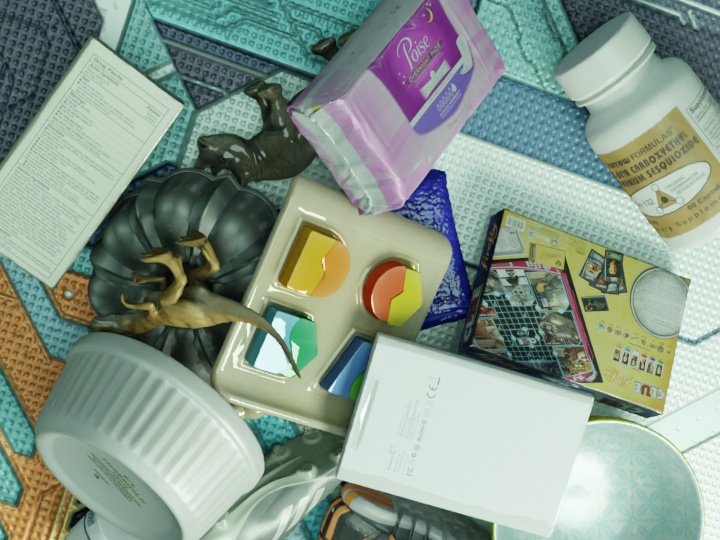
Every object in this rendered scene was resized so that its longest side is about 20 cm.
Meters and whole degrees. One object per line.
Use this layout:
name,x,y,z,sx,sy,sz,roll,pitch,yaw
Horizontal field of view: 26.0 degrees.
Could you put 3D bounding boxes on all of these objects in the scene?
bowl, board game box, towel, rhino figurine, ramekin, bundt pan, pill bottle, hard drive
bowl,0.211,0.223,1.461,0.198,0.108,0.202,-1,99,-7
board game box,0.199,0.041,1.439,0.198,0.035,0.137,20,73,-13
towel,0.000,0.000,1.431,0.198,0.050,0.149,-16,101,-5
rhino figurine,-0.066,-0.130,1.397,0.199,0.060,0.088,-32,110,2
ramekin,-0.190,0.154,1.344,0.202,0.202,0.094,42,60,-11
bundt pan,-0.153,0.016,1.374,0.200,0.076,0.204,2,105,9
pill bottle,0.269,-0.128,1.412,0.114,0.114,0.200,-40,101,0
hard drive,0.091,0.145,1.370,0.198,0.025,0.133,16,97,-6

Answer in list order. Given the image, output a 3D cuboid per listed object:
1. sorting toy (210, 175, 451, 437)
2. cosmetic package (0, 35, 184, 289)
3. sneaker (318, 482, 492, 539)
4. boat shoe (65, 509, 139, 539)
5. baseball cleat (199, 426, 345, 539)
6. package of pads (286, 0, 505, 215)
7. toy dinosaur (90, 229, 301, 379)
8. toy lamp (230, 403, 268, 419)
sorting toy,-0.019,0.039,1.355,0.184,0.036,0.202,20,92,-35
cosmetic package,-0.252,-0.096,1.372,0.103,0.073,0.201,37,92,-11
sneaker,0.048,0.280,1.475,0.199,0.078,0.113,26,106,-10
boat shoe,-0.186,0.288,1.449,0.200,0.074,0.065,44,121,-15
baseball cleat,-0.078,0.223,1.449,0.199,0.070,0.107,-27,127,-15
package of pads,0.033,-0.156,1.343,0.121,0.075,0.200,55,53,-26
toy dinosaur,-0.134,0.027,1.307,0.198,0.060,0.107,1,114,27
toy lamp,-0.067,0.121,1.439,0.198,0.058,0.059,-8,100,-3
